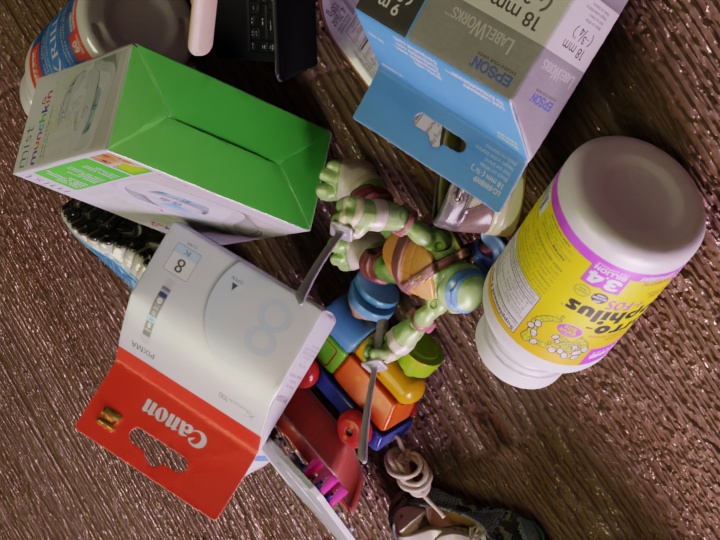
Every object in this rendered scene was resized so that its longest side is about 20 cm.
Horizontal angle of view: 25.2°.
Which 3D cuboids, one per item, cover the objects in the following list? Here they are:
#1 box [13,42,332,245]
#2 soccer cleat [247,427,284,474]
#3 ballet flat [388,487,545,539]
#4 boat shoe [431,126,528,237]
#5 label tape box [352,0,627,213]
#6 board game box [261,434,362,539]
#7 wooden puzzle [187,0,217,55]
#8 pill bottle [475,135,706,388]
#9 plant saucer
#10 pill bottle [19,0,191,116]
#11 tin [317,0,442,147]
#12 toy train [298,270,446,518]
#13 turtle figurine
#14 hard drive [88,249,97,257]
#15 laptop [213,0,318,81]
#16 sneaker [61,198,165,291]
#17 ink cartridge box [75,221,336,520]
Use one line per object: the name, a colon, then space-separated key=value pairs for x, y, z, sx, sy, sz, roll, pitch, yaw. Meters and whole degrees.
box: x=-0.159 y=-0.100 z=1.349 sx=0.176 sy=0.200 sz=0.097 roll=-7 pitch=67 yaw=52
soccer cleat: x=-0.137 y=0.146 z=1.537 sx=0.070 sy=0.086 sz=0.200 roll=45 pitch=169 yaw=36
ballet flat: x=0.072 y=0.232 z=1.411 sx=0.200 sy=0.074 sz=0.074 roll=-5 pitch=110 yaw=53
boat shoe: x=0.081 y=-0.122 z=1.103 sx=0.072 sy=0.066 sz=0.201 roll=-145 pitch=55 yaw=-69
label tape box: x=0.076 y=-0.160 z=1.038 sx=0.144 sy=0.063 sz=0.200 roll=36 pitch=101 yaw=32
board game box: x=-0.046 y=0.186 z=1.434 sx=0.200 sy=0.026 sz=0.200 roll=41 pitch=168 yaw=44
wooden puzzle: x=-0.108 y=-0.288 z=1.177 sx=0.185 sy=0.046 sz=0.200 roll=105 pitch=159 yaw=-50
pill bottle: x=0.150 y=0.003 z=1.117 sx=0.104 sy=0.104 sz=0.200 roll=50 pitch=145 yaw=15
plant saucer: x=-0.065 y=0.123 z=1.477 sx=0.200 sy=0.037 sz=0.200 roll=48 pitch=171 yaw=17
pill bottle: x=-0.239 y=-0.190 z=1.466 sx=0.200 sy=0.112 sz=0.112 roll=-28 pitch=91 yaw=55
tin: x=0.039 y=-0.165 z=1.200 sx=0.200 sy=0.042 sz=0.112 roll=53 pitch=149 yaw=10
toy train: x=0.036 y=0.101 z=1.366 sx=0.200 sy=0.085 sz=0.116 roll=47 pitch=129 yaw=15
turtle figurine: x=0.000 y=0.000 z=1.244 sx=0.144 sy=0.200 sz=0.194 roll=43 pitch=-177 yaw=-31
hard drive: x=-0.215 y=-0.054 z=1.602 sx=0.200 sy=0.033 sz=0.140 roll=21 pitch=129 yaw=43
laptop: x=-0.090 y=-0.241 z=1.218 sx=0.200 sy=0.103 sz=0.178 roll=13 pitch=109 yaw=47
sneaker: x=-0.217 y=-0.005 z=1.546 sx=0.200 sy=0.078 sz=0.090 roll=39 pitch=144 yaw=28
ink cartridge box: x=-0.138 y=0.083 z=1.349 sx=0.160 sy=0.200 sz=0.047 roll=30 pitch=177 yaw=19
